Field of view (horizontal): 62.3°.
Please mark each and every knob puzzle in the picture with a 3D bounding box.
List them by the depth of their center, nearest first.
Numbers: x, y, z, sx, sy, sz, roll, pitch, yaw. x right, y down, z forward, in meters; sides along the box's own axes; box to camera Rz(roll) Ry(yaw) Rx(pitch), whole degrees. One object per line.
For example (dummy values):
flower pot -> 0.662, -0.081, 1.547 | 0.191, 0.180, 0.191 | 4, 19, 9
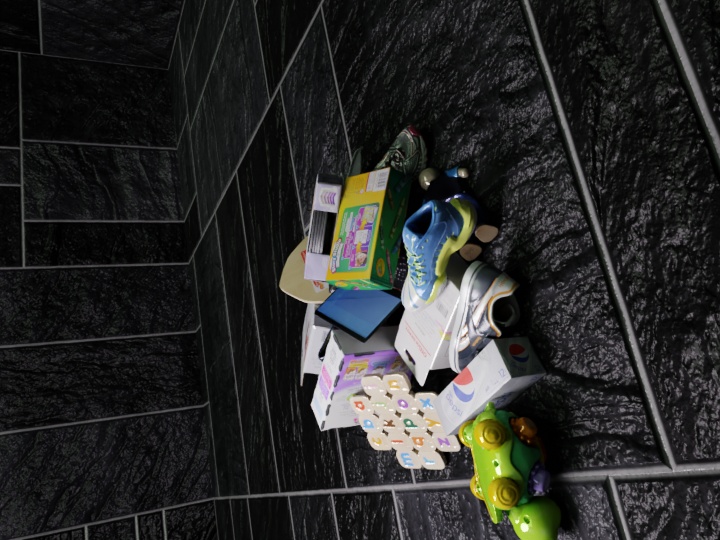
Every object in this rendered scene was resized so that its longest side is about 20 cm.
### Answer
knob puzzle -> -0.084, -0.001, 1.320 | 0.030, 0.219, 0.220 | 65, 180, -53

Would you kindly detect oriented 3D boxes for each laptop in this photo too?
laptop -> 0.000, 0.000, 1.075 | 0.177, 0.103, 0.201 | 23, 117, 52

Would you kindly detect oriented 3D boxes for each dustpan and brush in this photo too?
dustpan and brush -> -0.028, -0.133, 1.207 | 0.140, 0.057, 0.201 | 109, 161, -73

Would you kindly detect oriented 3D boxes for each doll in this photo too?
doll -> 0.143, -0.105, 0.981 | 0.137, 0.048, 0.200 | -52, 42, 26

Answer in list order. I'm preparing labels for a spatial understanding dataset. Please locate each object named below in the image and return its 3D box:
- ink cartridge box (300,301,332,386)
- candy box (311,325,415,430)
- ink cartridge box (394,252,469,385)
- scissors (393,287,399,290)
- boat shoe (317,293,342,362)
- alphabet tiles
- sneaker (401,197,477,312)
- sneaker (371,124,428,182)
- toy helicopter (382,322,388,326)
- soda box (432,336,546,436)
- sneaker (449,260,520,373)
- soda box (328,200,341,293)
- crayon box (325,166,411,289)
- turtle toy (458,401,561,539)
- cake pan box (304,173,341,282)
ink cartridge box -> -0.081, 0.137, 1.340 | 0.200, 0.084, 0.176 | -95, 17, -57
candy box -> 0.009, 0.205, 1.142 | 0.072, 0.167, 0.201 | 57, 140, 46
ink cartridge box -> 0.133, 0.083, 1.001 | 0.117, 0.067, 0.201 | 55, 137, 45
scissors -> 0.088, 0.001, 1.063 | 0.014, 0.073, 0.200 | -61, -4, -34
boat shoe -> -0.017, 0.098, 1.150 | 0.084, 0.069, 0.201 | 22, 90, 50
alphabet tiles -> 0.077, 0.267, 1.056 | 0.195, 0.015, 0.201 | -14, 108, 39
sneaker -> 0.090, -0.027, 0.905 | 0.076, 0.105, 0.201 | 49, 121, 47
sneaker -> 0.059, -0.181, 1.111 | 0.081, 0.074, 0.200 | 59, 139, 29
toy helicopter -> 0.035, 0.076, 1.212 | 0.200, 0.079, 0.132 | -64, 28, 25
soda box -> 0.188, 0.178, 0.901 | 0.200, 0.068, 0.064 | -61, 41, 47
sneaker -> 0.185, 0.087, 0.885 | 0.079, 0.078, 0.201 | 25, 132, 30
soda box -> -0.028, -0.046, 1.258 | 0.071, 0.063, 0.201 | 125, 151, -49
crayon box -> 0.013, -0.069, 1.033 | 0.119, 0.058, 0.201 | -3, 72, 49
turtle toy -> 0.211, 0.281, 0.825 | 0.146, 0.101, 0.201 | 101, 158, -75
cake pan box -> -0.073, -0.088, 1.159 | 0.200, 0.052, 0.185 | -105, 21, -74
